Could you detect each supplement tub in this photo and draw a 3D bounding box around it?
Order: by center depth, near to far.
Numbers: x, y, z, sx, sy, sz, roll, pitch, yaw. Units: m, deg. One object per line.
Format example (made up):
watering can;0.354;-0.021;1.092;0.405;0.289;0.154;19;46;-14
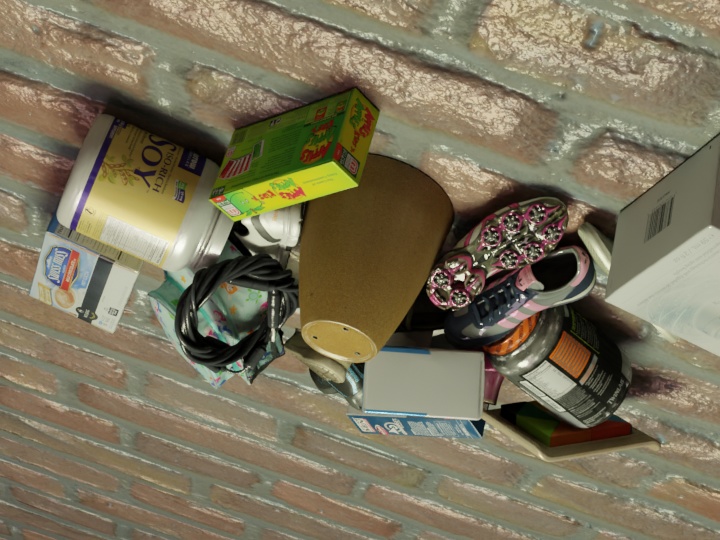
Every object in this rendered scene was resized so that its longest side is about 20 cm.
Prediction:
supplement tub;-0.254;-0.087;1.610;0.198;0.147;0.146;23;149;-10
supplement tub;0.244;0.105;1.687;0.199;0.124;0.122;37;144;-29

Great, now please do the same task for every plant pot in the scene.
plant pot;0.000;0.000;1.568;0.183;0.202;0.187;13;151;7

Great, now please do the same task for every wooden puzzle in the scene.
wooden puzzle;0.276;0.205;1.781;0.197;0.038;0.185;0;-167;-24

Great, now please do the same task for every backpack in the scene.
backpack;-0.195;0.043;1.774;0.177;0.150;0.201;42;153;30

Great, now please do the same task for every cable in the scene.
cable;-0.149;0.051;1.631;0.051;0.163;0.200;49;180;34

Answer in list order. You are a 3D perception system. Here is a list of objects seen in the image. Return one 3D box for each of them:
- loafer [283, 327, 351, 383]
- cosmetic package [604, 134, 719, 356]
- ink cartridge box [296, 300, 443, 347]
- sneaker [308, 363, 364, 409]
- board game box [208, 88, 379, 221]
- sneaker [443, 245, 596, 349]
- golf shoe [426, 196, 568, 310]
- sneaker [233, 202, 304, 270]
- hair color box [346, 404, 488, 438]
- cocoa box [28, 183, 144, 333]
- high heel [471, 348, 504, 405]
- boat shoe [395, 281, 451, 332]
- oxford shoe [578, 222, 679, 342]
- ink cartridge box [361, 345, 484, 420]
loafer;-0.045;0.101;1.740;0.075;0.069;0.200;37;173;-16
cosmetic package;0.403;-0.012;1.419;0.198;0.124;0.199;24;149;-13
ink cartridge box;0.022;0.066;1.792;0.199;0.069;0.115;37;145;-30
sneaker;-0.032;0.135;1.901;0.082;0.073;0.199;51;165;-18
board game box;-0.076;-0.128;1.496;0.198;0.103;0.048;-13;140;41
sneaker;0.183;0.024;1.571;0.198;0.071;0.082;-28;155;3
golf shoe;0.162;-0.035;1.562;0.199;0.092;0.073;-33;105;29
sneaker;-0.119;-0.051;1.644;0.079;0.075;0.200;8;160;-8
hair color box;0.087;0.183;1.915;0.197;0.101;0.061;-2;146;29
cocoa box;-0.348;-0.034;1.756;0.130;0.135;0.200;23;149;-9
high heel;0.118;0.121;1.845;0.197;0.098;0.067;13;171;27
boat shoe;0.055;0.045;1.678;0.197;0.066;0.073;-2;120;-14
oxford shoe;0.327;0.005;1.555;0.058;0.075;0.200;-43;114;10
ink cartridge box;0.083;0.140;1.660;0.144;0.087;0.200;3;178;5
